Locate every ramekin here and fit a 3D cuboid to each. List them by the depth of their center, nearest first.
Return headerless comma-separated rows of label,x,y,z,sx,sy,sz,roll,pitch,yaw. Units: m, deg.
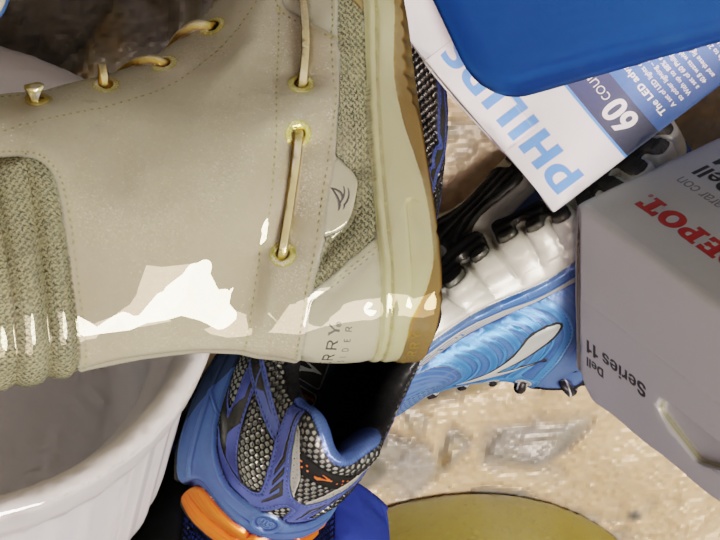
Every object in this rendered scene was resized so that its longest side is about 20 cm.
ramekin,-0.149,0.027,0.933,0.200,0.201,0.098,-3,142,-12

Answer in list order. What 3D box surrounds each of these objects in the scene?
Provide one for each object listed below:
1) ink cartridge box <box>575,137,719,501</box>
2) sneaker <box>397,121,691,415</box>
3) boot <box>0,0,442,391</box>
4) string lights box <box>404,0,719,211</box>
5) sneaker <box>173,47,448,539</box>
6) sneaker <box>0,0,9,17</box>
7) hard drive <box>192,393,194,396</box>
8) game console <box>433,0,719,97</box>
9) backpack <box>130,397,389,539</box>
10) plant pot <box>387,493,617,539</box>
ink cartridge box,0.193,0.004,0.994,0.200,0.147,0.083,-26,131,-25
sneaker,0.046,0.023,1.052,0.200,0.079,0.089,-31,124,8
boot,-0.064,-0.060,0.896,0.154,0.200,0.072,-5,158,-12
string lights box,0.110,-0.124,0.961,0.200,0.059,0.103,-37,109,13
sneaker,0.000,0.000,0.965,0.075,0.200,0.078,23,153,-24
sneaker,-0.103,-0.166,0.880,0.076,0.077,0.200,6,122,-16
hard drive,-0.146,0.097,1.084,0.200,0.033,0.140,-22,127,2
game console,0.090,-0.178,0.900,0.171,0.118,0.200,-33,109,-20
backpack,-0.051,0.172,0.989,0.168,0.200,0.163,28,124,-16
plant pot,0.045,0.212,1.146,0.200,0.142,0.200,-6,126,-9
